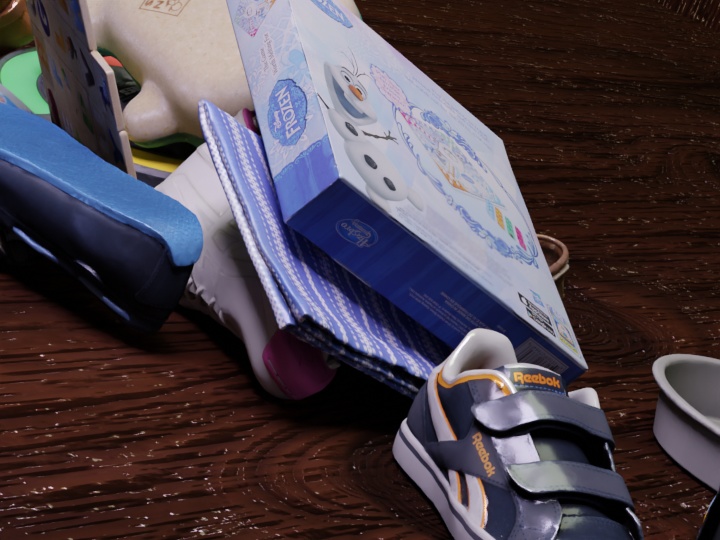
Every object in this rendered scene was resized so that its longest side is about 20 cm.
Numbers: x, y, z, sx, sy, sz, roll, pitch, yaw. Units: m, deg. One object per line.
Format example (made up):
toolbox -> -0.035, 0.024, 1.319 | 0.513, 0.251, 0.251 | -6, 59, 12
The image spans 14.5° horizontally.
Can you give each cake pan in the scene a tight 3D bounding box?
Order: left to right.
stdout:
cake pan -> 0.252, 0.108, 1.602 | 0.200, 0.037, 0.200 | 21, 13, -5

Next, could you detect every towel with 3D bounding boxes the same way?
towel -> 0.000, 0.000, 1.431 | 0.200, 0.024, 0.145 | 30, 30, -51

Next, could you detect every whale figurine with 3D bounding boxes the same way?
whale figurine -> -0.086, -0.125, 1.652 | 0.200, 0.159, 0.104 | 15, -30, 31

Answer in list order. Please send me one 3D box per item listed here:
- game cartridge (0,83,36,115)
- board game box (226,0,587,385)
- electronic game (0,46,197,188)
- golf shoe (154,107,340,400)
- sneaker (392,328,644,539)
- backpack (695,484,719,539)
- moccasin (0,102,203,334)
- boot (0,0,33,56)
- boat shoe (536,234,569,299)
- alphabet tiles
game cartridge -> -0.248, -0.092, 1.577 | 0.133, 0.041, 0.200 | 16, 15, -38
board game box -> 0.022, -0.048, 1.482 | 0.200, 0.043, 0.199 | 38, 24, -35
electronic game -> -0.127, -0.089, 1.694 | 0.199, 0.042, 0.200 | 15, 21, -6
golf shoe -> -0.062, 0.004, 1.456 | 0.075, 0.091, 0.200 | 52, 16, -37
sneaker -> 0.080, 0.093, 1.307 | 0.078, 0.080, 0.200 | 14, 18, -33
backpack -> 0.212, 0.118, 1.165 | 0.134, 0.201, 0.182 | 27, 14, 17
moccasin -> -0.167, -0.031, 1.409 | 0.080, 0.068, 0.200 | -5, 29, -47
boot -> -0.302, -0.163, 1.689 | 0.199, 0.074, 0.155 | 2, -15, 21
boat shoe -> 0.058, 0.006, 1.610 | 0.076, 0.072, 0.200 | 29, 15, 24
alphabet tiles -> -0.148, -0.090, 1.498 | 0.006, 0.167, 0.200 | -17, 26, -13
